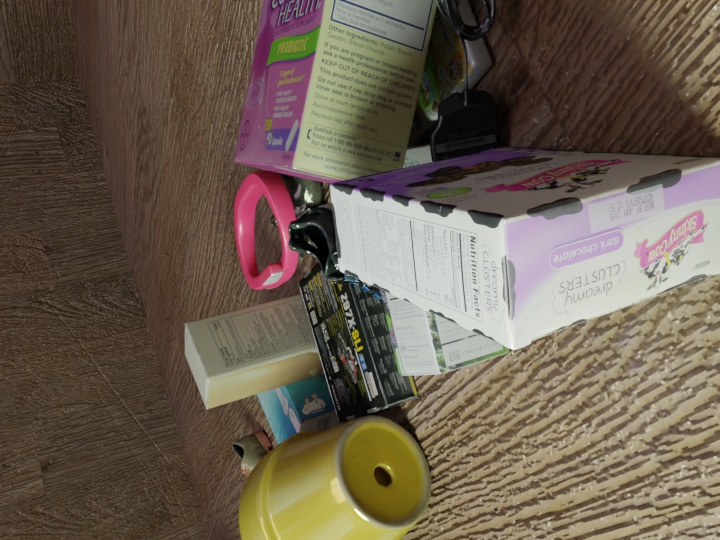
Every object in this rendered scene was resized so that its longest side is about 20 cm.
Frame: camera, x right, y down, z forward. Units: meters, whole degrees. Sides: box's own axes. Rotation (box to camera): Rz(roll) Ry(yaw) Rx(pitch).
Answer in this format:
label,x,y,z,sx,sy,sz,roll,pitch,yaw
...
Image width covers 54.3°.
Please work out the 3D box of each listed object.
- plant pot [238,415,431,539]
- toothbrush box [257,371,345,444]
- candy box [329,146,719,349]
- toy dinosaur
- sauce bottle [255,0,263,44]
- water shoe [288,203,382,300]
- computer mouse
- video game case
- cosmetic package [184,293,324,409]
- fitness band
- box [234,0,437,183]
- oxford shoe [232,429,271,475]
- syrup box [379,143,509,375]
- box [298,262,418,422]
label,x,y,z,sx,sy,sz,roll,pitch,yaw
plant pot,-0.019,0.272,0.839,0.189,0.199,0.202,-46,59,43
toothbrush box,-0.099,0.178,1.068,0.201,0.085,0.147,57,149,36
candy box,0.098,-0.030,0.458,0.200,0.166,0.072,22,123,60
toy dinosaur,-0.081,-0.111,0.936,0.102,0.076,0.202,-5,93,53
sauce bottle,-0.097,-0.292,0.873,0.066,0.065,0.201,59,150,34
water shoe,0.000,0.000,0.748,0.199,0.079,0.072,35,133,34
computer mouse,0.080,-0.151,0.558,0.034,0.058,0.202,-101,4,-61
video game case,0.039,-0.228,0.665,0.182,0.023,0.202,-44,61,62
cosmetic package,-0.134,0.106,0.973,0.106,0.198,0.071,58,149,35
fitness band,-0.129,-0.052,0.941,0.200,0.037,0.145,150,109,-64
box,-0.027,-0.181,0.613,0.176,0.096,0.202,23,102,63
oxford shoe,-0.194,0.398,1.382,0.200,0.074,0.071,39,134,53
syrup box,0.063,-0.011,0.647,0.081,0.078,0.202,-19,84,65
box,-0.009,0.080,0.878,0.160,0.049,0.202,-39,66,60
